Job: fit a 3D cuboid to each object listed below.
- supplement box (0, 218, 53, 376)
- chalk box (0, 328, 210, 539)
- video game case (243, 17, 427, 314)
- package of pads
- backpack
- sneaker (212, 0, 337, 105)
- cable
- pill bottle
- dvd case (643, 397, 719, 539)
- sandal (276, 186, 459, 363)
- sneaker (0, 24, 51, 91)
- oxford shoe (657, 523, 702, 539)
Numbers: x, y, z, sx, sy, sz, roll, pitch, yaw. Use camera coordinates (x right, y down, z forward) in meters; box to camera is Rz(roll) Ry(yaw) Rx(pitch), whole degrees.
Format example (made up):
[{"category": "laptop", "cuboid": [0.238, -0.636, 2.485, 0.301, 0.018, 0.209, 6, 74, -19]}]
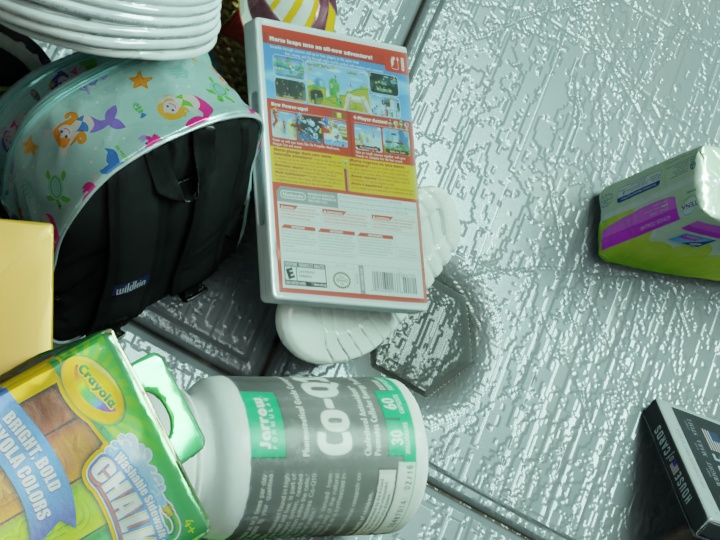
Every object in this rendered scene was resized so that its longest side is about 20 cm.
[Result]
[{"category": "supplement box", "cuboid": [-0.280, 0.079, 1.099, 0.133, 0.200, 0.198, 4, 79, -27]}, {"category": "chalk box", "cuboid": [-0.170, 0.114, 0.964, 0.200, 0.124, 0.125, -31, 96, -28]}, {"category": "video game case", "cuboid": [-0.016, -0.072, 1.283, 0.143, 0.017, 0.201, 6, 75, -40]}, {"category": "package of pads", "cuboid": [0.307, -0.039, 1.449, 0.200, 0.154, 0.068, 9, 74, -24]}, {"category": "backpack", "cuboid": [-0.158, -0.065, 1.193, 0.177, 0.200, 0.151, -28, 73, -27]}, {"category": "sneaker", "cuboid": [-0.069, -0.204, 1.314, 0.090, 0.075, 0.200, -38, 127, -30]}, {"category": "cable", "cuboid": [-0.177, -0.198, 1.120, 0.200, 0.200, 0.069, 7, 117, -33]}, {"category": "pill bottle", "cuboid": [-0.064, 0.129, 1.250, 0.200, 0.113, 0.113, 2, 80, -27]}, {"category": "dvd case", "cuboid": [0.328, 0.183, 1.438, 0.200, 0.025, 0.150, 22, 27, -22]}, {"category": "sandal", "cuboid": [0.002, 0.007, 1.341, 0.203, 0.050, 0.083, -35, 112, -40]}, {"category": "sneaker", "cuboid": [-0.281, -0.145, 1.184, 0.083, 0.072, 0.200, -59, 150, -2]}, {"category": "oxford shoe", "cuboid": [0.291, 0.286, 1.440, 0.072, 0.071, 0.200, -23, 102, 9]}]
